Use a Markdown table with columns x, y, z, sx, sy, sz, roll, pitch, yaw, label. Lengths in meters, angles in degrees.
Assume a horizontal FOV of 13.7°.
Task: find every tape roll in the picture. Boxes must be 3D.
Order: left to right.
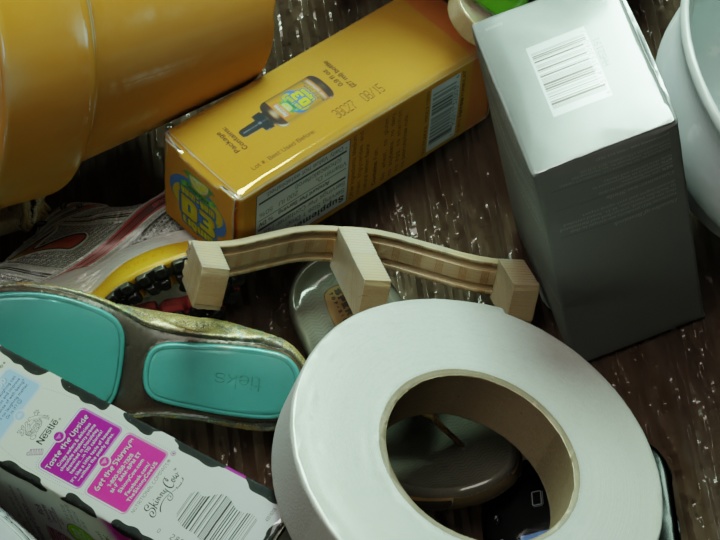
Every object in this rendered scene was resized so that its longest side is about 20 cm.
| x | y | z | sx | sy | sz | roll | pitch | yaw | label |
| --- | --- | --- | --- | --- | --- | --- | --- | --- | --- |
| 0.054 | 0.103 | 1.496 | 0.202 | 0.037 | 0.204 | 12 | 49 | -14 | tape roll |

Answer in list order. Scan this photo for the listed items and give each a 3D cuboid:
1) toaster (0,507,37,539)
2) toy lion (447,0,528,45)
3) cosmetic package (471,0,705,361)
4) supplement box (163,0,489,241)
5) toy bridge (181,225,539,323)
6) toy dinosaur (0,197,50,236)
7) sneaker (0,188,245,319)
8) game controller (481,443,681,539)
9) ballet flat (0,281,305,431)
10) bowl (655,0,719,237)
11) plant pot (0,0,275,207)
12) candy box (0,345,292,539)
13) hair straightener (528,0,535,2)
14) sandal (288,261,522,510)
| x | y | z | sx | sy | sz | roll | pitch | yaw | label |
| --- | --- | --- | --- | --- | --- | --- | --- | --- | --- |
| -0.217 | 0.175 | 1.560 | 0.200 | 0.129 | 0.114 | 37 | 71 | 29 | toaster |
| 0.072 | -0.226 | 1.688 | 0.200 | 0.069 | 0.192 | 35 | 45 | 0 | toy lion |
| 0.122 | -0.050 | 1.583 | 0.090 | 0.200 | 0.107 | -21 | 59 | 1 | cosmetic package |
| -0.017 | -0.081 | 1.679 | 0.199 | 0.069 | 0.066 | -31 | 57 | -30 | supplement box |
| 0.000 | 0.000 | 1.628 | 0.199 | 0.027 | 0.067 | 3 | 27 | -18 | toy bridge |
| -0.252 | -0.026 | 1.719 | 0.101 | 0.059 | 0.199 | -27 | 24 | -33 | toy dinosaur |
| -0.168 | 0.011 | 1.692 | 0.199 | 0.078 | 0.082 | -17 | 49 | -7 | sneaker |
| 0.118 | 0.182 | 1.534 | 0.104 | 0.042 | 0.201 | -9 | 57 | 7 | game controller |
| -0.126 | 0.048 | 1.633 | 0.199 | 0.071 | 0.071 | 10 | 59 | -5 | ballet flat |
| 0.227 | -0.072 | 1.614 | 0.200 | 0.090 | 0.202 | 22 | 48 | -26 | bowl |
| -0.153 | -0.145 | 1.633 | 0.182 | 0.201 | 0.201 | -13 | 52 | -28 | plant pot |
| -0.114 | 0.132 | 1.560 | 0.199 | 0.137 | 0.061 | 25 | 66 | 24 | candy box |
| 0.075 | -0.180 | 1.707 | 0.041 | 0.077 | 0.200 | -40 | 81 | 31 | hair straightener |
| 0.017 | 0.052 | 1.620 | 0.081 | 0.055 | 0.200 | -26 | 51 | -6 | sandal |
